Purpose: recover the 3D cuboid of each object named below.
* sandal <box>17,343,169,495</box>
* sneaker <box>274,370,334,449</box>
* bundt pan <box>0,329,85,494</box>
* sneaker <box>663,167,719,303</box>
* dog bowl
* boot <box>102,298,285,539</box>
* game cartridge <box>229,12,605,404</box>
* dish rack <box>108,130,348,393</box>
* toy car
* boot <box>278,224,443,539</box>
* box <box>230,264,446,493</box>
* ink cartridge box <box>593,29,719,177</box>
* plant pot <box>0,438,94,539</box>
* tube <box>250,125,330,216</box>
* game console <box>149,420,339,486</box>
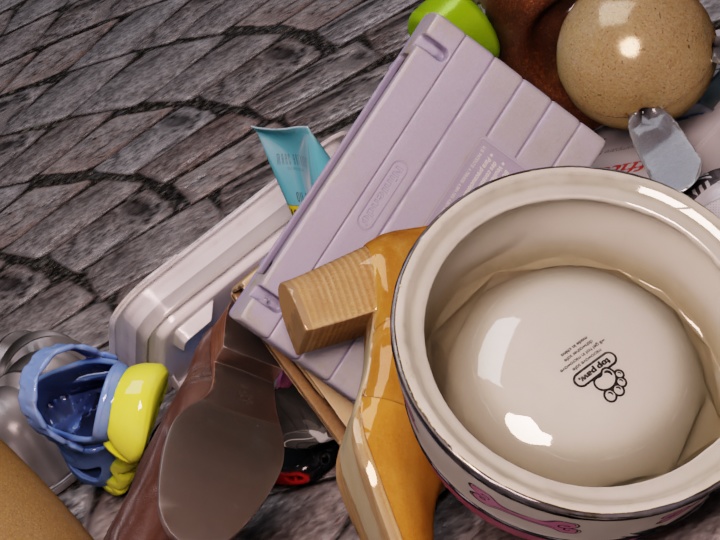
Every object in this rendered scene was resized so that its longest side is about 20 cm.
[{"bbox_3d":[-0.169,0.086,1.754,0.200,0.087,0.080,115,172,-72],"label":"sandal"},{"bbox_3d":[-0.046,0.062,1.710,0.086,0.081,0.200,-31,13,16],"label":"sneaker"},{"bbox_3d":[-0.260,0.108,1.943,0.201,0.076,0.202,-26,18,9],"label":"bundt pan"},{"bbox_3d":[0.182,0.017,1.543,0.200,0.075,0.115,-36,20,-6],"label":"sneaker"},{"bbox_3d":[0.110,0.050,1.408,0.200,0.200,0.074,-38,-22,-25],"label":"dog bowl"},{"bbox_3d":[-0.105,0.136,1.589,0.200,0.064,0.187,-56,10,42],"label":"boot"},{"bbox_3d":[0.034,-0.022,1.537,0.201,0.129,0.038,-56,21,-7],"label":"game cartridge"},{"bbox_3d":[-0.073,0.006,1.820,0.200,0.044,0.172,-40,-13,-16],"label":"dish rack"},{"bbox_3d":[0.158,-0.118,1.635,0.164,0.158,0.200,-41,50,-14],"label":"toy car"},{"bbox_3d":[0.053,0.070,1.474,0.143,0.202,0.071,-16,-14,-16],"label":"boot"},{"bbox_3d":[0.040,0.020,1.599,0.200,0.164,0.021,-41,9,-33],"label":"box"},{"bbox_3d":[0.199,-0.066,1.714,0.146,0.086,0.200,-9,26,44],"label":"ink cartridge box"},{"bbox_3d":[-0.259,0.151,1.632,0.186,0.201,0.187,-25,19,9],"label":"plant pot"},{"bbox_3d":[0.000,0.000,1.647,0.050,0.201,0.077,-37,18,-25],"label":"tube"},{"bbox_3d":[-0.025,0.067,1.778,0.200,0.031,0.176,-41,22,-31],"label":"game console"}]
